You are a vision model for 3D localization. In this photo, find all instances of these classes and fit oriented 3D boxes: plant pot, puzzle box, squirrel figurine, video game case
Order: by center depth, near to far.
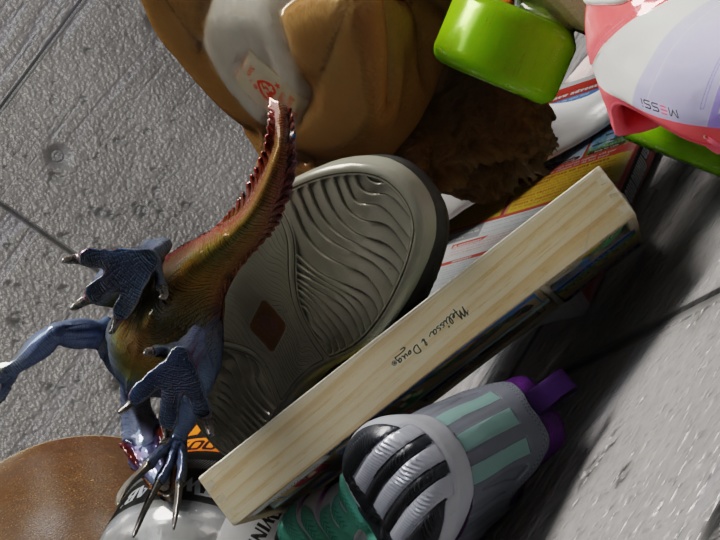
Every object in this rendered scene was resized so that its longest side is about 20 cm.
[{"bbox_3d":[0.031,0.034,0.821,0.200,0.025,0.133,-38,-8,5],"label":"puzzle box"},{"bbox_3d":[0.021,-0.121,0.900,0.187,0.141,0.200,-44,-45,-30],"label":"squirrel figurine"},{"bbox_3d":[0.079,-0.032,0.995,0.143,0.017,0.200,-16,31,37],"label":"video game case"},{"bbox_3d":[-0.138,0.209,1.060,0.187,0.187,0.200,-55,19,5],"label":"plant pot"}]

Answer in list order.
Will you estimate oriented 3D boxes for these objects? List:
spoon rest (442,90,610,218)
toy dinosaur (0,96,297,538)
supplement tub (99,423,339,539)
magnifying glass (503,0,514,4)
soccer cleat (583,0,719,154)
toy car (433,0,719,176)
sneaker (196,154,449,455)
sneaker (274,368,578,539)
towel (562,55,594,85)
[{"bbox_3d":[0.075,-0.075,1.005,0.200,0.061,0.099,-39,20,25],"label":"spoon rest"},{"bbox_3d":[-0.075,0.040,0.832,0.200,0.105,0.181,-39,-5,-1],"label":"toy dinosaur"},{"bbox_3d":[-0.052,0.123,0.965,0.123,0.122,0.200,-51,7,40],"label":"supplement tub"},{"bbox_3d":[0.082,-0.153,0.958,0.200,0.080,0.022,-53,-13,19],"label":"magnifying glass"},{"bbox_3d":[0.142,-0.071,0.672,0.200,0.068,0.073,23,122,61],"label":"soccer cleat"},{"bbox_3d":[0.134,-0.137,0.859,0.200,0.157,0.165,-5,-62,-80],"label":"toy car"},{"bbox_3d":[0.000,0.000,0.852,0.106,0.075,0.200,-29,-13,-38],"label":"sneaker"},{"bbox_3d":[0.028,0.102,0.806,0.087,0.075,0.200,-25,-13,-25],"label":"sneaker"},{"bbox_3d":[0.101,-0.047,1.155,0.200,0.032,0.191,-50,8,50],"label":"towel"}]
